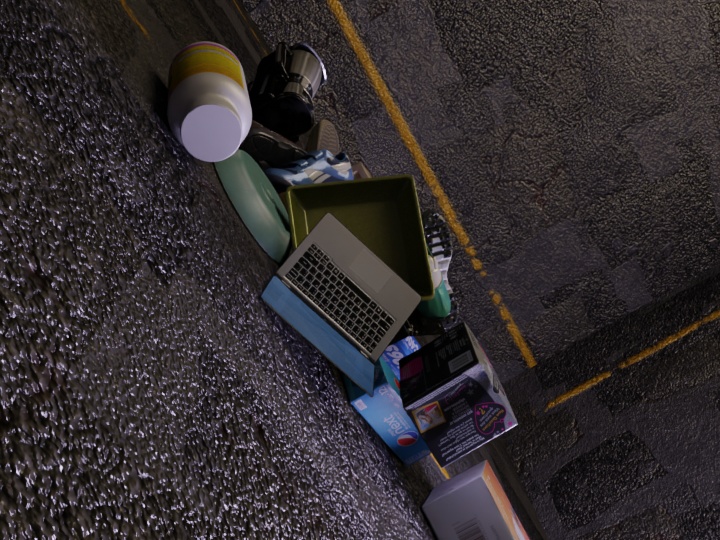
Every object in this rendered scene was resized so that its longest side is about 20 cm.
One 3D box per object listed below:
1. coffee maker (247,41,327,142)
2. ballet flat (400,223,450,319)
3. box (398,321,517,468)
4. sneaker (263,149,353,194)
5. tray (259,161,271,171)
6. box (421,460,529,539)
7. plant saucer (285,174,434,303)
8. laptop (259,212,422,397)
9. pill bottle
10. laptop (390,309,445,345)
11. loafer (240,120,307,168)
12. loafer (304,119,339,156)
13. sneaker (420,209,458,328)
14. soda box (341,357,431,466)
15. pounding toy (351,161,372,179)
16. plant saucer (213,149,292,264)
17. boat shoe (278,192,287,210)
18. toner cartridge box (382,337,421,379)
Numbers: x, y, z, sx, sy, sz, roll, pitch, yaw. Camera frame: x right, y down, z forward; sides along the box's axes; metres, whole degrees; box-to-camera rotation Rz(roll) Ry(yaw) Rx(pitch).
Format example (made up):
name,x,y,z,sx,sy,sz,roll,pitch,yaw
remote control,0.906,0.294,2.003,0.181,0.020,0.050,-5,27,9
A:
name,x,y,z,sx,sy,sz,roll,pitch,yaw
coffee maker,-0.168,-0.343,1.575,0.134,0.192,0.201,35,38,-23
ballet flat,0.084,-0.018,1.205,0.071,0.067,0.201,105,-37,-59
box,0.142,0.180,1.156,0.115,0.132,0.200,57,8,-10
sneaker,-0.094,-0.174,1.370,0.199,0.074,0.083,-4,94,-44
tray,-0.157,-0.190,1.518,0.108,0.022,0.200,63,7,17
box,0.187,0.402,1.222,0.153,0.106,0.200,61,7,11
plant saucer,-0.004,-0.035,1.159,0.048,0.198,0.201,111,-29,-72
laptop,-0.016,0.037,1.022,0.187,0.200,0.116,42,-24,-7
pill bottle,-0.193,-0.213,0.983,0.104,0.104,0.200,56,8,-33
laptop,0.018,0.048,1.218,0.200,0.103,0.178,5,54,-60
loafer,-0.150,-0.219,1.393,0.200,0.072,0.063,28,28,-54
loafer,-0.094,-0.195,1.506,0.076,0.068,0.202,12,86,-57
sneaker,0.114,-0.004,1.316,0.090,0.066,0.202,16,-63,62
soda box,0.047,0.211,1.164,0.200,0.064,0.068,55,8,-41
pounding toy,0.006,-0.115,1.657,0.185,0.199,0.142,61,6,7
plant saucer,-0.150,-0.105,1.145,0.201,0.036,0.200,59,6,-11
boat shoe,-0.049,-0.087,1.308,0.199,0.071,0.069,18,0,-2
toner cartridge box,0.067,0.161,1.375,0.200,0.094,0.043,53,44,-44
